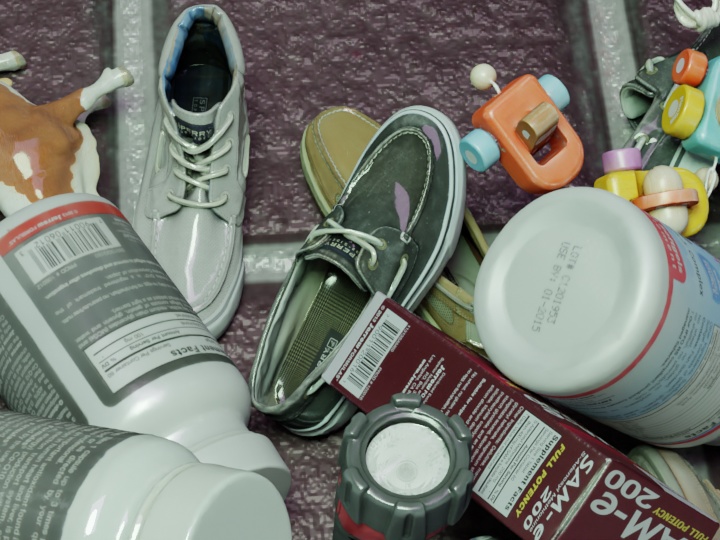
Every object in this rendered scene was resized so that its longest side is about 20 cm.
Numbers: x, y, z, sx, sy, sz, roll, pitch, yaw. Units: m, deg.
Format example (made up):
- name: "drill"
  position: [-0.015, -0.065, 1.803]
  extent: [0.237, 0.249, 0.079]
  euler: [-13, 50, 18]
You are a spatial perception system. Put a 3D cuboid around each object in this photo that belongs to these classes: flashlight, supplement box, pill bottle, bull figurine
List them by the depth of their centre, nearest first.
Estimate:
- name: "pill bottle"
  position: [-0.141, 0.131, 1.035]
  extent: [0.200, 0.113, 0.113]
  euler: [6, 55, 32]
- name: "flashlight"
  position: [0.017, 0.136, 1.070]
  extent: [0.068, 0.200, 0.068]
  euler: [-29, 64, -19]
- name: "supplement box"
  position: [0.080, 0.093, 1.103]
  extent: [0.061, 0.109, 0.200]
  euler: [-56, 43, 2]
- name: "pill bottle"
  position: [0.154, 0.034, 1.134]
  extent: [0.109, 0.200, 0.109]
  euler: [-12, 68, 32]
- name: "pill bottle"
  position: [-0.132, 0.064, 1.158]
  extent: [0.116, 0.116, 0.200]
  euler: [-29, 65, -18]
- name: "bull figurine"
  position: [-0.211, -0.085, 1.277]
  extent: [0.200, 0.065, 0.121]
  euler: [30, 58, 13]

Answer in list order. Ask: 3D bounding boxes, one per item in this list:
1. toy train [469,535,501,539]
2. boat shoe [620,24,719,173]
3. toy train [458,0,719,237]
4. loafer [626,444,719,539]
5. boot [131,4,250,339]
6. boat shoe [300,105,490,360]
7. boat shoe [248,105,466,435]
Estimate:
- name: "toy train"
  position: [0.107, 0.225, 1.061]
  extent: [0.087, 0.114, 0.200]
  euler: [-32, 72, -3]
- name: "boat shoe"
  position: [0.193, -0.100, 1.287]
  extent: [0.071, 0.072, 0.200]
  euler: [23, 62, 7]
- name: "toy train"
  position: [0.162, -0.088, 1.194]
  extent: [0.200, 0.056, 0.150]
  euler: [-34, 95, -21]
- name: "loafer"
  position: [0.196, 0.178, 1.127]
  extent: [0.063, 0.072, 0.200]
  euler: [-1, 45, -19]
- name: "boot"
  position: [-0.102, -0.060, 1.246]
  extent: [0.073, 0.096, 0.200]
  euler: [0, 59, -2]
- name: "boat shoe"
  position: [0.034, -0.034, 1.247]
  extent: [0.072, 0.076, 0.200]
  euler: [-32, 65, -20]
- name: "boat shoe"
  position: [0.000, 0.000, 1.177]
  extent: [0.072, 0.071, 0.200]
  euler: [22, 90, 24]
